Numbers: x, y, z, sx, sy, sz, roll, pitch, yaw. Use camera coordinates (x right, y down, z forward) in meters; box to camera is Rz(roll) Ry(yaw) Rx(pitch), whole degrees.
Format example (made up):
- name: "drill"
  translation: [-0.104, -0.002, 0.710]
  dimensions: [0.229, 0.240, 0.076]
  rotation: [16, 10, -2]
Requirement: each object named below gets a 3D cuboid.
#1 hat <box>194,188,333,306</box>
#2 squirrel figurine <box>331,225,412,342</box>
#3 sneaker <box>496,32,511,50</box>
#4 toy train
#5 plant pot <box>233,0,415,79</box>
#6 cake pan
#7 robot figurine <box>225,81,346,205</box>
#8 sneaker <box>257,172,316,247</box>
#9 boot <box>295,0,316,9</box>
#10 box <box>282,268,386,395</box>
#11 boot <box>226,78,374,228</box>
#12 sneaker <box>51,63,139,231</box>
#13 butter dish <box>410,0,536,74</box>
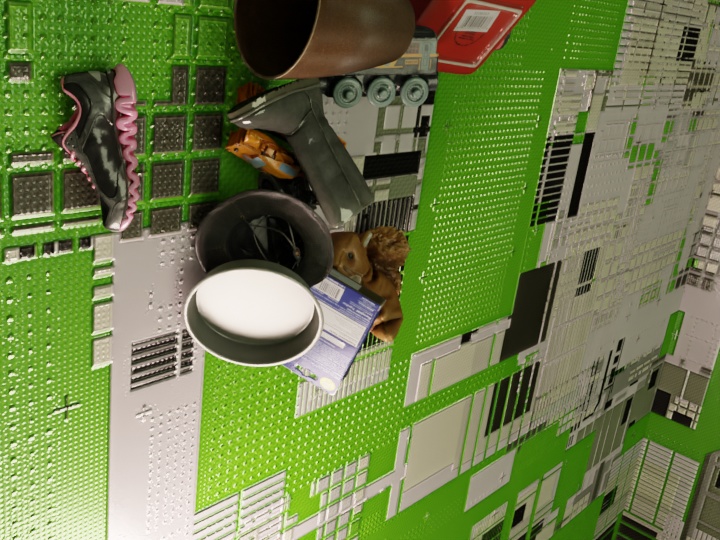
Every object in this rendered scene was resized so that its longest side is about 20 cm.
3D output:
- name: "hat"
  translation: [-0.133, -0.047, 1.134]
  dimensions: [0.081, 0.200, 0.201]
  rotation: [-84, 168, -55]
- name: "squirrel figurine"
  translation: [0.000, 0.000, 1.341]
  dimensions: [0.200, 0.141, 0.187]
  rotation: [-52, 132, -42]
- name: "sneaker"
  translation: [0.205, -0.474, 1.393]
  dimensions: [0.087, 0.074, 0.200]
  rotation: [-34, 130, -18]
- name: "toy train"
  translation: [0.025, -0.308, 1.185]
  dimensions: [0.200, 0.085, 0.114]
  rotation: [-4, 118, -16]
- name: "plant pot"
  translation: [-0.031, -0.334, 1.035]
  dimensions: [0.200, 0.187, 0.187]
  rotation: [-3, 111, -41]
- name: "cake pan"
  translation: [-0.152, 0.059, 1.136]
  dimensions: [0.037, 0.200, 0.200]
  rotation: [-89, 166, -48]
- name: "robot figurine"
  translation: [-0.094, -0.175, 1.121]
  dimensions: [0.200, 0.058, 0.145]
  rotation: [24, 64, -40]
- name: "sneaker"
  translation: [-0.094, -0.075, 1.208]
  dimensions: [0.079, 0.075, 0.200]
  rotation: [-39, 135, -36]
- name: "boot"
  translation: [-0.009, -0.430, 1.112]
  dimensions: [0.200, 0.096, 0.074]
  rotation: [-52, 140, -19]
- name: "box"
  translation: [-0.052, 0.096, 1.277]
  dimensions: [0.200, 0.121, 0.032]
  rotation: [-64, 172, 29]
- name: "boot"
  translation: [-0.073, -0.149, 1.056]
  dimensions: [0.182, 0.073, 0.200]
  rotation: [-32, 110, -43]
- name: "sneaker"
  translation: [-0.310, -0.140, 0.927]
  dimensions: [0.095, 0.079, 0.200]
  rotation: [-7, 114, -25]
- name: "butter dish"
  translation: [0.149, -0.432, 1.277]
  dimensions: [0.200, 0.148, 0.199]
  rotation: [-4, 151, -38]
